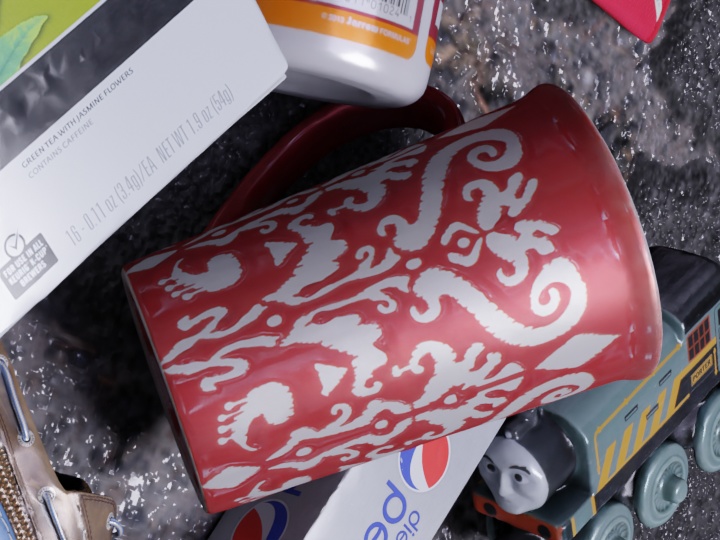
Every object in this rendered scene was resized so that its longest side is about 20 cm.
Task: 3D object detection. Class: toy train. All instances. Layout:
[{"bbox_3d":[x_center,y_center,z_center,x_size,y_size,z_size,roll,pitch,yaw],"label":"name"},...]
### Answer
[{"bbox_3d":[0.129,0.075,0.931,0.200,0.085,0.115,-38,130,-35],"label":"toy train"}]

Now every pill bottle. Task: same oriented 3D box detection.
[{"bbox_3d":[-0.009,-0.178,0.765,0.112,0.112,0.202,13,87,-42],"label":"pill bottle"}]

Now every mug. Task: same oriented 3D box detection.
[{"bbox_3d":[0.004,0.011,0.778,0.198,0.178,0.135,-21,111,-10],"label":"mug"}]

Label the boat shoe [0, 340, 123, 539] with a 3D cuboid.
[{"bbox_3d":[-0.132,0.111,0.720,0.072,0.072,0.202,-36,118,-34],"label":"boat shoe"}]

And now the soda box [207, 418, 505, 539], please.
[{"bbox_3d":[-0.010,0.110,0.834,0.068,0.063,0.201,48,65,-33],"label":"soda box"}]

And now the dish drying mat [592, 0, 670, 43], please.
[{"bbox_3d":[0.104,-0.199,0.926,0.199,0.018,0.077,34,74,-39],"label":"dish drying mat"}]

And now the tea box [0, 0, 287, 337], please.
[{"bbox_3d":[-0.166,-0.091,0.622,0.200,0.133,0.198,-47,123,-27],"label":"tea box"}]
